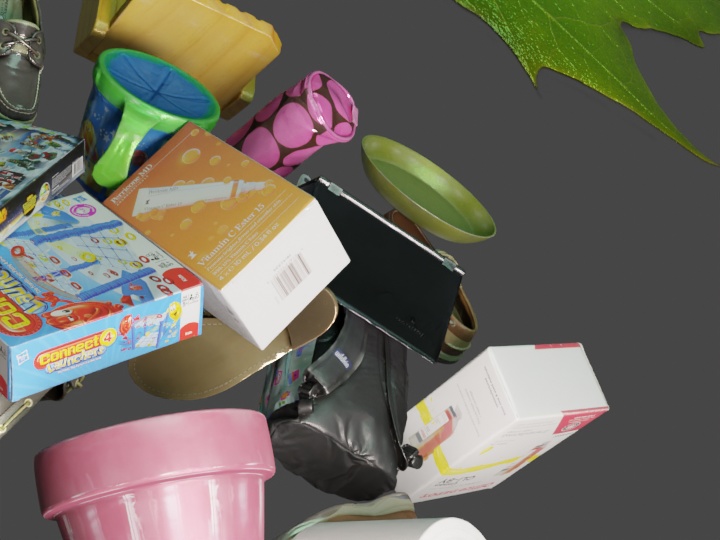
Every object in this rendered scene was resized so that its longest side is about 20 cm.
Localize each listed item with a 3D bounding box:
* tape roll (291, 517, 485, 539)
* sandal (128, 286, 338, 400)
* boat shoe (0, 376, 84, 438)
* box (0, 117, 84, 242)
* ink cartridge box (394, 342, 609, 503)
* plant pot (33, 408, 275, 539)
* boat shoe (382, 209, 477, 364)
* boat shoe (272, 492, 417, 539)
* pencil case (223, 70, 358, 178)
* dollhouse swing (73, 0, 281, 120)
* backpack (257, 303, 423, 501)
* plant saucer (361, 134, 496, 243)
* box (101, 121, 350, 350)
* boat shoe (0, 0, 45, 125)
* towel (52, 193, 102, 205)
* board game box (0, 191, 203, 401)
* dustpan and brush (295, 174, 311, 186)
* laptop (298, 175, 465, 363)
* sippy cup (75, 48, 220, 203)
[{"bbox_3d":[0.026,0.317,1.235,0.202,0.139,0.204,21,65,-55],"label":"tape roll"},{"bbox_3d":[-0.118,0.068,1.400,0.070,0.211,0.078,-34,102,-85],"label":"sandal"},{"bbox_3d":[-0.287,0.093,1.281,0.060,0.072,0.202,58,37,-4],"label":"boat shoe"},{"bbox_3d":[-0.363,-0.085,1.328,0.136,0.040,0.200,14,31,12],"label":"box"},{"bbox_3d":[0.134,0.159,1.484,0.145,0.200,0.084,-1,60,-42],"label":"ink cartridge box"},{"bbox_3d":[-0.161,0.225,1.192,0.199,0.200,0.180,1,70,-40],"label":"plant pot"},{"bbox_3d":[0.086,0.010,1.672,0.075,0.074,0.201,-2,58,-42],"label":"boat shoe"},{"bbox_3d":[-0.012,0.266,1.364,0.200,0.076,0.072,-7,64,-42],"label":"boat shoe"},{"bbox_3d":[-0.088,-0.132,1.546,0.094,0.200,0.091,29,45,-33],"label":"pencil case"},{"bbox_3d":[-0.194,-0.294,1.617,0.199,0.176,0.182,22,44,-24],"label":"dollhouse swing"},{"bbox_3d":[-0.026,0.116,1.439,0.167,0.126,0.200,41,38,-32],"label":"backpack"},{"bbox_3d":[0.077,-0.093,1.750,0.200,0.031,0.200,31,21,-13],"label":"plant saucer"},{"bbox_3d":[-0.129,-0.037,1.356,0.124,0.098,0.200,-46,49,-15],"label":"box"},{"bbox_3d":[-0.368,-0.242,1.505,0.072,0.066,0.201,13,49,-34],"label":"boat shoe"},{"bbox_3d":[-0.252,-0.011,1.437,0.199,0.024,0.145,11,51,-35],"label":"towel"},{"bbox_3d":[-0.276,0.016,1.274,0.195,0.056,0.200,-20,40,-39],"label":"board game box"},{"bbox_3d":[-0.083,-0.024,1.565,0.139,0.057,0.200,28,42,-20],"label":"dustpan and brush"},{"bbox_3d":[0.000,0.000,1.499,0.187,0.200,0.116,33,79,-12],"label":"laptop"},{"bbox_3d":[-0.231,-0.137,1.468,0.140,0.131,0.178,42,26,25],"label":"sippy cup"}]
